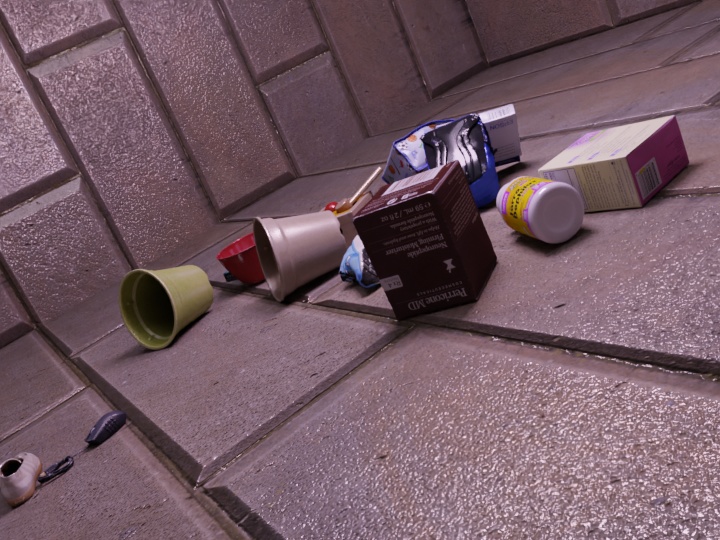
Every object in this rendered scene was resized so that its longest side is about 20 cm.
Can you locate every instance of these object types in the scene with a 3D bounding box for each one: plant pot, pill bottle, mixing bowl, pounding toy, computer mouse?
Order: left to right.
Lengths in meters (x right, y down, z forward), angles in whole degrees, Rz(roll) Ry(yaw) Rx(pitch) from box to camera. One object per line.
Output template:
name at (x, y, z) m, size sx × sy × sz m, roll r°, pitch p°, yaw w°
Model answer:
computer mouse at (-0.528, 0.327, 1.437) m, size 0.058 × 0.035 × 0.200 m, roll -9°, pitch 24°, yaw 44°
plant pot at (-0.480, 0.073, 1.931) m, size 0.197 × 0.205 × 0.183 m, roll -15°, pitch 7°, yaw 33°
mixing bowl at (-0.282, -0.033, 2.058) m, size 0.196 × 0.110 × 0.201 m, roll -23°, pitch 16°, yaw 7°
plant pot at (-0.135, -0.050, 1.780) m, size 0.180 × 0.205 × 0.200 m, roll -17°, pitch 13°, yaw -18°
pounding toy at (-0.027, -0.140, 1.931) m, size 0.197 × 0.144 × 0.184 m, roll -18°, pitch 18°, yaw 27°
pill bottle at (0.317, -0.115, 1.380) m, size 0.103 × 0.106 × 0.200 m, roll -27°, pitch 15°, yaw -6°

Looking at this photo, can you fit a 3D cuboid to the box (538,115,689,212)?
box at (0.466, -0.191, 1.401) m, size 0.175 × 0.098 × 0.198 m, roll -36°, pitch 19°, yaw -31°

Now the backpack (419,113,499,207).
backpack at (0.248, -0.232, 1.764) m, size 0.160 × 0.168 × 0.203 m, roll -23°, pitch 47°, yaw 21°

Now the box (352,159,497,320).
box at (0.117, -0.054, 1.322) m, size 0.163 × 0.203 × 0.164 m, roll -16°, pitch 18°, yaw 30°

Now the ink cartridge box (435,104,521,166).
ink cartridge box at (0.299, -0.302, 1.882) m, size 0.195 × 0.201 × 0.041 m, roll -15°, pitch 52°, yaw 9°

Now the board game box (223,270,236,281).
board game box at (-0.301, -0.037, 2.248) m, size 0.133 × 0.029 × 0.200 m, roll -14°, pitch 20°, yaw 38°

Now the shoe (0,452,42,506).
shoe at (-0.641, 0.376, 1.423) m, size 0.069 × 0.054 × 0.199 m, roll -30°, pitch 16°, yaw -18°

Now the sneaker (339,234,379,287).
sneaker at (0.000, 0.000, 1.616) m, size 0.090 × 0.078 × 0.200 m, roll -47°, pitch 16°, yaw 10°

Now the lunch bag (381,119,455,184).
lunch bag at (0.173, -0.299, 2.005) m, size 0.199 × 0.124 × 0.171 m, roll -37°, pitch -12°, yaw -24°
